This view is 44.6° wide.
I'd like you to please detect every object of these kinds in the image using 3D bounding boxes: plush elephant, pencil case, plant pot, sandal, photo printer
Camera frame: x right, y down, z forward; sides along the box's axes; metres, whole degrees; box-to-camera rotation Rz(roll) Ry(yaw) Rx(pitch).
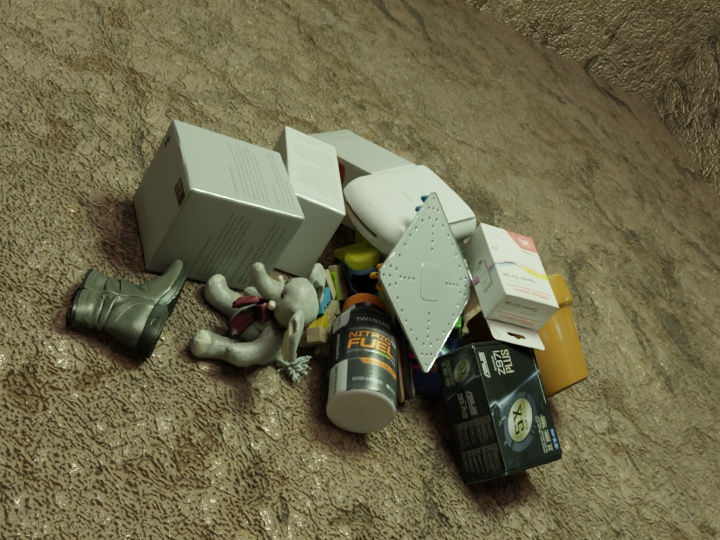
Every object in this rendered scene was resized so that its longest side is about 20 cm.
[{"bbox_3d":[-0.127,0.059,1.255,0.197,0.156,0.166,30,31,-10],"label":"plush elephant"},{"bbox_3d":[0.135,0.128,1.510,0.086,0.078,0.201,33,31,-8],"label":"pencil case"},{"bbox_3d":[0.320,0.137,1.599,0.198,0.199,0.186,-8,67,-50],"label":"plant pot"},{"bbox_3d":[0.000,0.000,1.521,0.200,0.078,0.089,-111,-173,-80],"label":"sandal"},{"bbox_3d":[0.075,-0.099,1.478,0.197,0.070,0.167,-15,50,-37],"label":"photo printer"}]

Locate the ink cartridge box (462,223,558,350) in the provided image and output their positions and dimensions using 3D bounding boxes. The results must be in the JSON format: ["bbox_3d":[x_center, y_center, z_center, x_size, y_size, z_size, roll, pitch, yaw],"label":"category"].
[{"bbox_3d":[0.252,0.026,1.455,0.114,0.068,0.203,13,43,-27],"label":"ink cartridge box"}]

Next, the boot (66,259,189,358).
[{"bbox_3d":[-0.315,0.025,1.203,0.128,0.068,0.201,25,31,-8],"label":"boot"}]

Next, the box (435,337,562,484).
[{"bbox_3d":[0.221,0.219,1.400,0.162,0.085,0.205,1,71,-45],"label":"box"}]

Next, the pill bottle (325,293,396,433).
[{"bbox_3d":[0.003,0.131,1.319,0.105,0.107,0.203,23,42,-21],"label":"pill bottle"}]

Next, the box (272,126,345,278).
[{"bbox_3d":[-0.111,-0.118,1.509,0.104,0.153,0.202,19,36,-23],"label":"box"}]

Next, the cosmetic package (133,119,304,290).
[{"bbox_3d":[-0.222,-0.095,1.354,0.197,0.166,0.167,13,37,-34],"label":"cosmetic package"}]

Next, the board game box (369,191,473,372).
[{"bbox_3d":[0.100,0.017,1.372,0.201,0.025,0.202,-55,131,-38],"label":"board game box"}]

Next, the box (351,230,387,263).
[{"bbox_3d":[0.064,-0.019,1.601,0.074,0.051,0.200,-20,46,-27],"label":"box"}]

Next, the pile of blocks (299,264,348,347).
[{"bbox_3d":[-0.073,0.052,1.404,0.201,0.061,0.084,-70,146,-60],"label":"pile of blocks"}]

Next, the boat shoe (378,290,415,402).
[{"bbox_3d":[0.071,0.106,1.406,0.061,0.071,0.205,-3,80,-17],"label":"boat shoe"}]

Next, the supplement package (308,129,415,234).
[{"bbox_3d":[-0.012,-0.167,1.630,0.118,0.124,0.198,-15,35,-41],"label":"supplement package"}]

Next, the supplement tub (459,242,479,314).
[{"bbox_3d":[0.148,-0.016,1.671,0.121,0.123,0.201,-5,51,-48],"label":"supplement tub"}]

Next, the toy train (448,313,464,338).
[{"bbox_3d":[0.076,0.084,1.468,0.195,0.042,0.057,3,41,6],"label":"toy train"}]
